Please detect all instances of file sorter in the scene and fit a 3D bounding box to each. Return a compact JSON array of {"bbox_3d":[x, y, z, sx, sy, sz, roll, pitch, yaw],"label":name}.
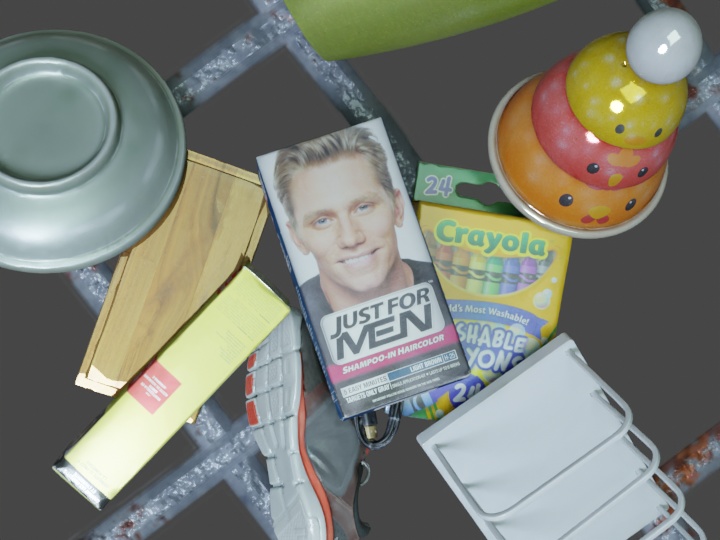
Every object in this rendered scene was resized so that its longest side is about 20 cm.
[{"bbox_3d":[0.164,0.180,0.847,0.139,0.125,0.200,-35,117,-2],"label":"file sorter"}]

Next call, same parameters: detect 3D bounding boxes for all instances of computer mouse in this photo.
[{"bbox_3d":[-0.010,0.039,0.870,0.059,0.034,0.200,-20,75,10],"label":"computer mouse"}]

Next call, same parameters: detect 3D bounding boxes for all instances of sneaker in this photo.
[{"bbox_3d":[-0.035,0.126,0.898,0.082,0.077,0.200,-6,88,-35],"label":"sneaker"}]

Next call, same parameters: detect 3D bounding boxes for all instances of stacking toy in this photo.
[{"bbox_3d":[0.182,-0.122,0.810,0.146,0.200,0.146,3,69,-8],"label":"stacking toy"}]

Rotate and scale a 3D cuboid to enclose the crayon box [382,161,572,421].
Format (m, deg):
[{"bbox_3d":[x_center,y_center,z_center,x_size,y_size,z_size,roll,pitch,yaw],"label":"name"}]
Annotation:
[{"bbox_3d":[0.093,0.021,0.899,0.126,0.052,0.200,8,93,-5],"label":"crayon box"}]

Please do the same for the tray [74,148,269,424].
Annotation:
[{"bbox_3d":[-0.142,0.009,0.887,0.099,0.037,0.200,19,91,-6],"label":"tray"}]

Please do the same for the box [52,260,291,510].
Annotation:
[{"bbox_3d":[-0.136,0.082,0.839,0.050,0.075,0.200,44,91,-6],"label":"box"}]

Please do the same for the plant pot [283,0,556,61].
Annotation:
[{"bbox_3d":[0.039,-0.242,0.829,0.200,0.187,0.187,-28,96,13],"label":"plant pot"}]

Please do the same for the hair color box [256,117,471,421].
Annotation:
[{"bbox_3d":[0.000,0.000,0.834,0.100,0.061,0.200,-19,82,-5],"label":"hair color box"}]

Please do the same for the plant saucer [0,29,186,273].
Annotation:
[{"bbox_3d":[-0.228,-0.099,0.830,0.200,0.050,0.200,2,70,-6],"label":"plant saucer"}]
